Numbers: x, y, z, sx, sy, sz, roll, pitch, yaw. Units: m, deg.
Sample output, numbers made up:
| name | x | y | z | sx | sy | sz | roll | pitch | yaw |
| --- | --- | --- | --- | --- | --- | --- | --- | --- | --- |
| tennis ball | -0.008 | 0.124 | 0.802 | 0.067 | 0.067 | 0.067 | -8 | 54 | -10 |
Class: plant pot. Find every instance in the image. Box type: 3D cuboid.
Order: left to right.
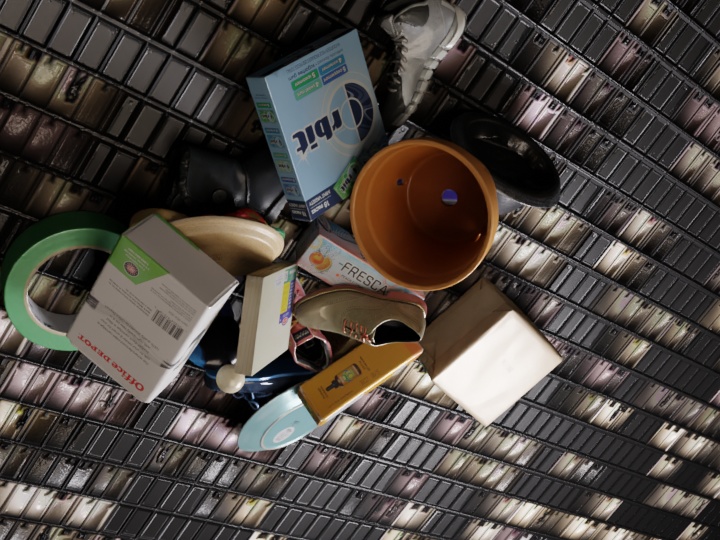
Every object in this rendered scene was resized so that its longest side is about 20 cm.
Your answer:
| name | x | y | z | sx | sy | sz | roll | pitch | yaw |
| --- | --- | --- | --- | --- | --- | --- | --- | --- | --- |
| plant pot | 0.102 | -0.087 | 1.404 | 0.201 | 0.199 | 0.140 | -64 | 167 | 23 |

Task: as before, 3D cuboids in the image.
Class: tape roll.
| name | x | y | z | sx | sy | sz | roll | pitch | yaw |
| --- | --- | --- | --- | --- | --- | --- | --- | --- | --- |
| tape roll | -0.388 | 0.017 | 1.418 | 0.199 | 0.048 | 0.202 | -13 | 127 | -18 |

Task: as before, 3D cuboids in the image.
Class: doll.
| name | x | y | z | sx | sy | sz | roll | pitch | yaw |
| --- | --- | --- | --- | --- | --- | --- | --- | --- | --- |
| doll | -0.202 | 0.084 | 1.459 | 0.135 | 0.201 | 0.049 | -4 | 140 | -26 |

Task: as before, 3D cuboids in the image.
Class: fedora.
| name | x | y | z | sx | sy | sz | roll | pitch | yaw |
| --- | --- | --- | --- | --- | --- | --- | --- | --- | --- |
| fedora | 0.199 | -0.143 | 1.538 | 0.199 | 0.202 | 0.092 | 10 | 137 | -32 |

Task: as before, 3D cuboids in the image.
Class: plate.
| name | x | y | z | sx | sy | sz | roll | pitch | yaw |
| --- | --- | --- | --- | --- | --- | --- | --- | --- | --- |
| plate | -0.109 | 0.243 | 1.692 | 0.199 | 0.026 | 0.201 | -29 | 154 | -15 |

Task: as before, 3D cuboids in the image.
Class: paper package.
| name | x | y | z | sx | sy | sz | roll | pitch | yaw |
| --- | --- | --- | --- | --- | --- | --- | --- | --- | --- |
| paper package | 0.217 | 0.144 | 1.787 | 0.190 | 0.104 | 0.200 | -43 | 132 | 6 |

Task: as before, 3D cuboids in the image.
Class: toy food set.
| name | x | y | z | sx | sy | sz | roll | pitch | yaw |
| --- | --- | --- | --- | --- | --- | --- | --- | --- | --- |
| toy food set | -0.203 | -0.039 | 1.413 | 0.198 | 0.049 | 0.198 | -9 | 158 | 13 |

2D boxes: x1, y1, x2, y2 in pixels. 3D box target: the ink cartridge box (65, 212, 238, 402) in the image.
| name | x | y | z | sx | sy | sz | roll | pitch | yaw |
| --- | --- | --- | --- | --- | --- | --- | --- | --- | --- |
| ink cartridge box | -0.273 | 0.051 | 1.342 | 0.145 | 0.084 | 0.200 | 39 | 123 | 2 |

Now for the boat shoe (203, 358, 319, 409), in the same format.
| name | x | y | z | sx | sy | sz | roll | pitch | yaw |
| --- | --- | --- | --- | --- | --- | --- | --- | --- | --- |
| boat shoe | -0.152 | 0.184 | 1.636 | 0.198 | 0.084 | 0.069 | 4 | 112 | -27 |

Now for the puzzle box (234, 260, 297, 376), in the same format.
| name | x | y | z | sx | sy | sz | roll | pitch | yaw |
| --- | --- | --- | --- | --- | --- | --- | --- | --- | --- |
| puzzle box | -0.128 | 0.062 | 1.437 | 0.025 | 0.200 | 0.134 | 8 | 97 | 9 |

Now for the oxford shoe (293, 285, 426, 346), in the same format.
| name | x | y | z | sx | sy | sz | roll | pitch | yaw |
| --- | --- | --- | --- | --- | --- | --- | --- | --- | --- |
| oxford shoe | -0.002 | 0.071 | 1.511 | 0.198 | 0.075 | 0.071 | -1 | 128 | 3 |

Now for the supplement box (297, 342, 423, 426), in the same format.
| name | x | y | z | sx | sy | sz | roll | pitch | yaw |
| --- | --- | --- | --- | --- | --- | --- | --- | --- | --- |
| supplement box | -0.002 | 0.159 | 1.614 | 0.199 | 0.067 | 0.069 | -32 | 170 | -18 |

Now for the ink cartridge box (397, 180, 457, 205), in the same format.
| name | x | y | z | sx | sy | sz | roll | pitch | yaw |
| --- | --- | --- | --- | --- | --- | --- | --- | --- | --- |
| ink cartridge box | 0.109 | -0.082 | 1.607 | 0.197 | 0.043 | 0.201 | 1 | 122 | -26 |

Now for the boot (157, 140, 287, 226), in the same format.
| name | x | y | z | sx | sy | sz | roll | pitch | yaw |
| --- | --- | --- | --- | --- | --- | --- | --- | --- | --- |
| boot | -0.167 | -0.140 | 1.398 | 0.167 | 0.077 | 0.201 | 14 | 122 | -38 |

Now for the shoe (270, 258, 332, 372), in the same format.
| name | x | y | z | sx | sy | sz | roll | pitch | yaw |
| --- | --- | --- | --- | --- | --- | --- | --- | --- | --- |
| shoe | -0.102 | 0.069 | 1.574 | 0.071 | 0.091 | 0.201 | -31 | 132 | -4 |

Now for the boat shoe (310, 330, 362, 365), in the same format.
| name | x | y | z | sx | sy | sz | roll | pitch | yaw |
| --- | --- | --- | --- | --- | --- | --- | --- | --- | --- |
| boat shoe | 0.002 | 0.093 | 1.659 | 0.200 | 0.071 | 0.064 | -43 | 130 | 5 |

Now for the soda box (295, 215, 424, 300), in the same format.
| name | x | y | z | sx | sy | sz | roll | pitch | yaw |
| --- | --- | --- | --- | --- | --- | --- | --- | --- | --- |
| soda box | 0.000 | 0.000 | 1.552 | 0.199 | 0.069 | 0.064 | 31 | 114 | -21 |

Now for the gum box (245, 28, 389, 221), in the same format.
| name | x | y | z | sx | sy | sz | roll | pitch | yaw |
| --- | --- | --- | --- | --- | --- | --- | --- | --- | --- |
| gum box | -0.048 | -0.194 | 1.368 | 0.170 | 0.044 | 0.201 | -36 | 120 | -34 |

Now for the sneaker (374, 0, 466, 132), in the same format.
| name | x | y | z | sx | sy | sz | roll | pitch | yaw |
| --- | --- | --- | --- | --- | --- | --- | --- | --- | --- |
| sneaker | 0.048 | -0.296 | 1.410 | 0.115 | 0.075 | 0.201 | 28 | 97 | -34 |

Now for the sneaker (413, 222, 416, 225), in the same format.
| name | x | y | z | sx | sy | sz | roll | pitch | yaw |
| --- | --- | --- | --- | --- | --- | --- | --- | --- | --- |
| sneaker | 0.099 | -0.045 | 1.561 | 0.198 | 0.078 | 0.100 | 9 | 125 | -19 |
